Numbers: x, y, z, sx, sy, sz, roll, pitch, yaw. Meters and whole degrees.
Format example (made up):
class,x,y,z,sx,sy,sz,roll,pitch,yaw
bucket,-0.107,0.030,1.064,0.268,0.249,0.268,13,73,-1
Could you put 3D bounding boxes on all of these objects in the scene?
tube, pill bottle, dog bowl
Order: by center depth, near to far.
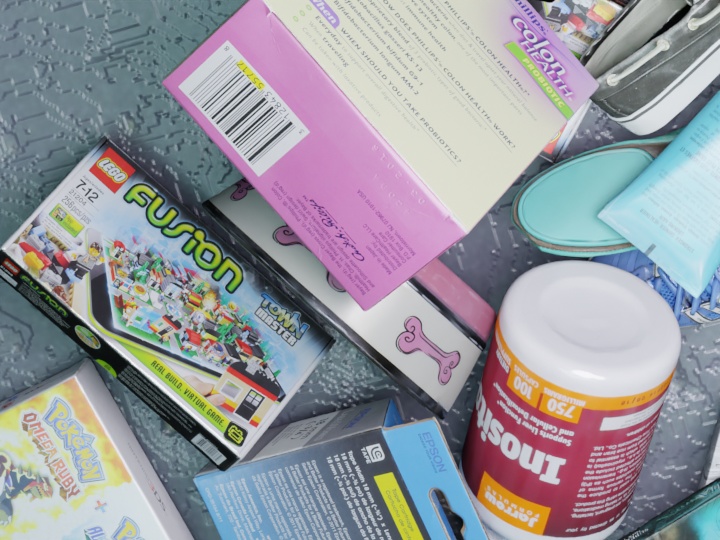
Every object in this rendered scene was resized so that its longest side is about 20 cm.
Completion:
class,x,y,z,sx,sy,sz,roll,pitch,yaw
tube,0.234,-0.085,1.571,0.077,0.050,0.200,40,93,8
dog bowl,0.000,0.000,1.620,0.200,0.200,0.074,42,90,-4
pill bottle,0.124,0.101,1.641,0.113,0.113,0.200,15,130,4

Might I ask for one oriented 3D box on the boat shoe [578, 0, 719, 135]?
class,x,y,z,sx,sy,sz,roll,pitch,yaw
boat shoe,0.210,-0.170,1.574,0.064,0.071,0.200,35,102,-33

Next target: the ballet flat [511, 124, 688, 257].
class,x,y,z,sx,sy,sz,roll,pitch,yaw
ballet flat,0.191,-0.054,1.628,0.200,0.070,0.067,-20,83,2

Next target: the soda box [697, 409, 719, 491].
class,x,y,z,sx,sy,sz,roll,pitch,yaw
soda box,0.240,0.181,1.692,0.063,0.068,0.200,14,108,5

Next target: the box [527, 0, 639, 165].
class,x,y,z,sx,sy,sz,roll,pitch,yaw
box,0.062,-0.161,1.640,0.200,0.035,0.110,27,107,1

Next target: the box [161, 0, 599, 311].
class,x,y,z,sx,sy,sz,roll,pitch,yaw
box,0.015,-0.108,1.517,0.176,0.200,0.097,48,130,-4

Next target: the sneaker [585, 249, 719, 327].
class,x,y,z,sx,sy,sz,roll,pitch,yaw
sneaker,0.219,-0.006,1.638,0.200,0.077,0.076,-23,102,17

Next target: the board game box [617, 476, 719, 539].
class,x,y,z,sx,sy,sz,roll,pitch,yaw
board game box,0.249,0.230,1.654,0.135,0.028,0.200,-33,103,11

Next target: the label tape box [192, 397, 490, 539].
class,x,y,z,sx,sy,sz,roll,pitch,yaw
label tape box,0.009,0.164,1.692,0.200,0.063,0.144,-16,104,35

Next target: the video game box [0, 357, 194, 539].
class,x,y,z,sx,sy,sz,roll,pitch,yaw
video game box,-0.214,0.186,1.777,0.182,0.047,0.200,-27,100,12

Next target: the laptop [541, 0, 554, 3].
class,x,y,z,sx,sy,sz,roll,pitch,yaw
laptop,0.066,-0.290,1.586,0.177,0.103,0.200,16,71,11

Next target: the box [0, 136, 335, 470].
class,x,y,z,sx,sy,sz,roll,pitch,yaw
box,-0.126,0.021,1.681,0.200,0.110,0.035,41,151,-5
